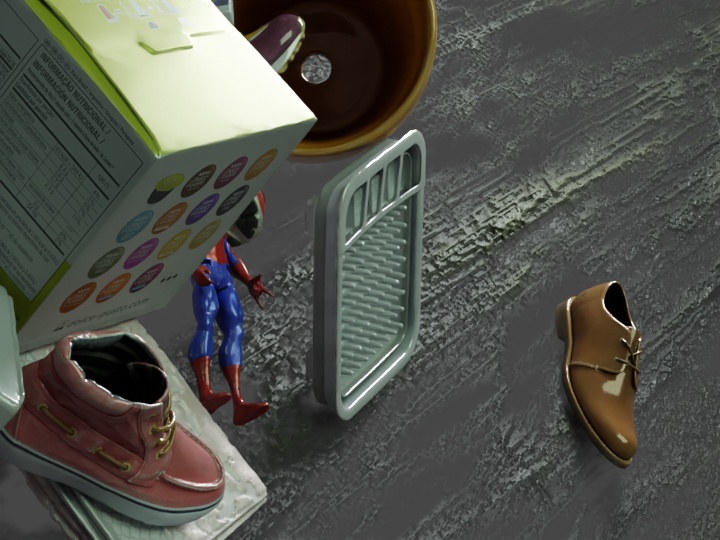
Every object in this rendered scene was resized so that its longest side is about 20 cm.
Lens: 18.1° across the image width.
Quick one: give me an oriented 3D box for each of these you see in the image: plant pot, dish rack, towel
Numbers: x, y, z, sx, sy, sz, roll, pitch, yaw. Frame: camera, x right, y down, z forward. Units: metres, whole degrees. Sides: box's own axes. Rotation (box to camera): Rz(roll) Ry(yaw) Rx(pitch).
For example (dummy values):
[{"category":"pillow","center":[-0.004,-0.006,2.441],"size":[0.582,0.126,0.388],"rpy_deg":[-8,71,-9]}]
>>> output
[{"category":"plant pot","center":[-0.037,-0.180,1.846],"size":[0.201,0.200,0.183],"rpy_deg":[55,-2,6]},{"category":"dish rack","center":[0.000,0.000,1.763],"size":[0.172,0.043,0.201],"rpy_deg":[-41,136,-59]},{"category":"towel","center":[-0.163,0.111,1.516],"size":[0.200,0.032,0.191],"rpy_deg":[53,28,-1]}]

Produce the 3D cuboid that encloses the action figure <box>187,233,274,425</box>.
[{"category":"action figure","center":[-0.107,0.012,1.668],"size":[0.065,0.052,0.201],"rpy_deg":[13,52,-42]}]

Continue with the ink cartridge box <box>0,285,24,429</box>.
[{"category":"ink cartridge box","center":[-0.304,0.022,1.322],"size":[0.200,0.084,0.145],"rpy_deg":[36,16,-27]}]

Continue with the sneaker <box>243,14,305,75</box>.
[{"category":"sneaker","center":[-0.134,-0.141,1.663],"size":[0.090,0.200,0.075],"rpy_deg":[52,6,-7]}]

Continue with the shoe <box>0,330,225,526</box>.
[{"category":"shoe","center":[-0.140,0.100,1.434],"size":[0.200,0.091,0.072],"rpy_deg":[25,41,-41]}]

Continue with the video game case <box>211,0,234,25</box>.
[{"category":"video game case","center":[-0.172,-0.242,1.747],"size":[0.201,0.142,0.018],"rpy_deg":[-97,175,-46]}]

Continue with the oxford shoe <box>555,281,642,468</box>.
[{"category":"oxford shoe","center":[0.229,0.090,2.073],"size":[0.071,0.071,0.201],"rpy_deg":[31,37,-37]}]

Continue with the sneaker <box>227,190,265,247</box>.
[{"category":"sneaker","center":[-0.145,-0.105,1.755],"size":[0.200,0.077,0.085],"rpy_deg":[55,17,-10]}]

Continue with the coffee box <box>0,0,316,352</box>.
[{"category":"coffee box","center":[-0.192,-0.094,1.495],"size":[0.200,0.198,0.199],"rpy_deg":[48,28,12]}]
